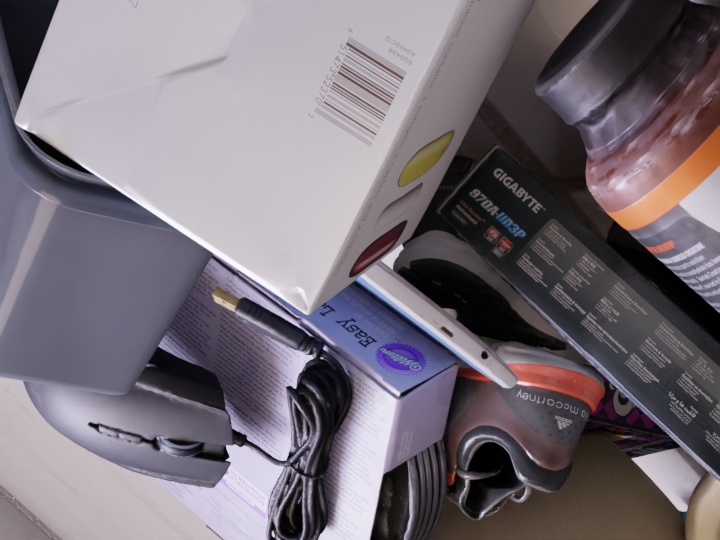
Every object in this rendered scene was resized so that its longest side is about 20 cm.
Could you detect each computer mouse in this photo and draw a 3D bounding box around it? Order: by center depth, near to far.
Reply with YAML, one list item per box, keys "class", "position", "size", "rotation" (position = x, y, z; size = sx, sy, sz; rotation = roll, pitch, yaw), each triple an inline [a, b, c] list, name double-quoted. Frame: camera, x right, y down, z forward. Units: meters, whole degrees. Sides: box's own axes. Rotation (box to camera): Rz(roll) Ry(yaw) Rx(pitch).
- class: "computer mouse"
  position: [-0.099, 0.058, 0.936]
  size: [0.200, 0.046, 0.141]
  rotation: [30, 131, 14]

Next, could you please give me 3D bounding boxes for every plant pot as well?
- class: "plant pot"
  position: [0.119, 0.172, 1.078]
  size: [0.200, 0.134, 0.200]
  rotation: [48, 175, 6]

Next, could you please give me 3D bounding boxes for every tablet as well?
- class: "tablet"
  position: [0.000, 0.000, 0.926]
  size: [0.130, 0.014, 0.200]
  rotation: [38, 178, -18]

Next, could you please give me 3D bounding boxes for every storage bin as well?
- class: "storage bin"
  position: [-0.129, -0.042, 0.894]
  size: [0.145, 0.135, 0.200]
  rotation: [12, -146, -28]

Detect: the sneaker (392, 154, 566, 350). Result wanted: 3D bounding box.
- class: "sneaker"
  position: [0.078, -0.003, 1.052]
  size: [0.074, 0.080, 0.200]
  rotation: [6, 165, 19]

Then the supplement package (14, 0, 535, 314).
- class: "supplement package"
  position: [-0.021, -0.116, 0.757]
  size: [0.155, 0.111, 0.200]
  rotation: [33, 119, 11]

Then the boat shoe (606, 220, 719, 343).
- class: "boat shoe"
  position: [0.192, 0.027, 0.930]
  size: [0.200, 0.057, 0.067]
  rotation: [46, 158, -21]

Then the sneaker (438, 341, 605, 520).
- class: "sneaker"
  position: [0.052, 0.088, 0.980]
  size: [0.077, 0.082, 0.200]
  rotation: [19, 165, -19]

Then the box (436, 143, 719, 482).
- class: "box"
  position: [0.139, 0.039, 0.890]
  size: [0.200, 0.046, 0.159]
  rotation: [45, -177, 28]

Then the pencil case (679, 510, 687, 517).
- class: "pencil case"
  position: [0.232, 0.177, 1.145]
  size: [0.092, 0.085, 0.200]
  rotation: [13, 162, -11]

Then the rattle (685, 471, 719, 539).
- class: "rattle"
  position: [0.205, 0.133, 0.967]
  size: [0.130, 0.143, 0.201]
  rotation: [-17, 108, 42]

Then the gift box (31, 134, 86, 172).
- class: "gift box"
  position: [-0.173, -0.094, 1.109]
  size: [0.186, 0.200, 0.185]
  rotation: [-6, 132, 42]

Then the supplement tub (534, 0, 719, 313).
- class: "supplement tub"
  position: [0.167, -0.035, 0.768]
  size: [0.200, 0.107, 0.107]
  rotation: [40, 160, -8]

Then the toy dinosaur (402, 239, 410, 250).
- class: "toy dinosaur"
  position: [-0.019, -0.071, 0.975]
  size: [0.102, 0.077, 0.201]
  rotation: [-107, 5, -68]

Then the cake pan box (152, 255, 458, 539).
- class: "cake pan box"
  position: [-0.042, 0.077, 0.991]
  size: [0.200, 0.052, 0.185]
  rotation: [35, 135, 31]

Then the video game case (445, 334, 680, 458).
- class: "video game case"
  position: [0.088, 0.084, 1.155]
  size: [0.181, 0.036, 0.200]
  rotation: [15, 164, -15]
